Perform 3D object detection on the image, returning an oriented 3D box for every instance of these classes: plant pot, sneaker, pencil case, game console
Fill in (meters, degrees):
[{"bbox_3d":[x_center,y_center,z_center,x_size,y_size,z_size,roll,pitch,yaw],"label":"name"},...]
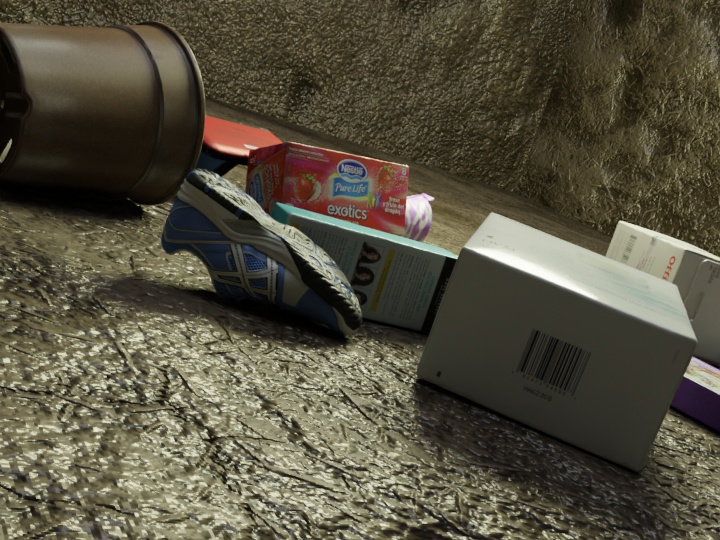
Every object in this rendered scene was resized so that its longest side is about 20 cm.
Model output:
[{"bbox_3d":[-0.299,-0.169,0.944,0.199,0.203,0.197,27,21,36],"label":"plant pot"},{"bbox_3d":[-0.085,-0.003,0.802,0.199,0.077,0.076,37,12,-8],"label":"sneaker"},{"bbox_3d":[0.021,-0.091,1.364,0.198,0.087,0.084,10,13,-45],"label":"pencil case"},{"bbox_3d":[-0.200,-0.147,1.256,0.172,0.120,0.199,41,22,32],"label":"game console"}]

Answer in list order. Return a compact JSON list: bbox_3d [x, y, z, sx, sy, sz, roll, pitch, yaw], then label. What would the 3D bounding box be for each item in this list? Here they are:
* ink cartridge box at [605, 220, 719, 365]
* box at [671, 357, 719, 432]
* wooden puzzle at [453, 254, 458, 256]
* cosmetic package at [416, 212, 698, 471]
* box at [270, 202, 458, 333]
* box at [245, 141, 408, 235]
[{"bbox_3d":[0.475,0.032,1.395,0.143,0.149,0.200,16,12,-16],"label":"ink cartridge box"},{"bbox_3d":[0.393,0.140,1.015,0.136,0.040,0.199,8,16,-43],"label":"box"},{"bbox_3d":[0.176,0.050,1.034,0.197,0.038,0.186,14,24,-10],"label":"wooden puzzle"},{"bbox_3d":[0.176,0.050,0.814,0.197,0.125,0.200,22,15,9],"label":"cosmetic package"},{"bbox_3d":[0.000,0.000,0.896,0.198,0.083,0.049,15,11,-26],"label":"box"},{"bbox_3d":[-0.043,-0.101,1.185,0.198,0.097,0.099,6,-3,-36],"label":"box"}]
